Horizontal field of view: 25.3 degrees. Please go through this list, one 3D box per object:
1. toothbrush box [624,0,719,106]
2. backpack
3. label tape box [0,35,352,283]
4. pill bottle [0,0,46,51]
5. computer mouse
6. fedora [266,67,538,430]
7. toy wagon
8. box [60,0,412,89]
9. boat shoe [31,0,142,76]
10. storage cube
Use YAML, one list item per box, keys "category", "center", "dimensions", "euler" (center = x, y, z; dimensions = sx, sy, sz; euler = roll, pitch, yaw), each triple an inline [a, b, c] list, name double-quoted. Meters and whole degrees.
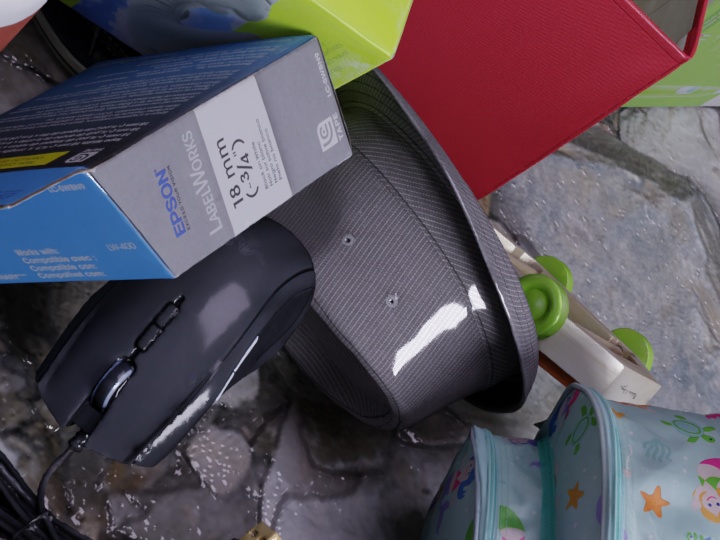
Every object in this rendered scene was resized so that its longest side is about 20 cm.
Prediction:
- category: "toothbrush box"
  center: [0.237, -0.181, 1.102]
  dimensions: [0.199, 0.145, 0.087]
  euler: [-4, 69, -42]
- category: "backpack"
  center: [0.103, 0.151, 0.752]
  dimensions: [0.150, 0.200, 0.179]
  euler: [16, 55, -11]
- category: "label tape box"
  center: [-0.120, -0.036, 0.691]
  dimensions: [0.200, 0.143, 0.064]
  euler: [-38, 119, -47]
- category: "pill bottle"
  center: [-0.186, -0.129, 0.649]
  dimensions: [0.112, 0.200, 0.113]
  euler: [21, 53, -31]
- category: "computer mouse"
  center: [-0.074, 0.057, 0.680]
  dimensions: [0.140, 0.046, 0.200]
  euler: [42, 64, 16]
- category: "fedora"
  center: [0.000, 0.000, 0.800]
  dimensions: [0.090, 0.177, 0.201]
  euler: [-31, 87, -17]
- category: "toy wagon"
  center: [0.083, 0.001, 0.895]
  dimensions: [0.200, 0.040, 0.155]
  euler: [45, 9, 29]
- category: "box"
  center: [-0.087, -0.148, 0.731]
  dimensions: [0.199, 0.122, 0.048]
  euler: [32, 62, -25]
- category: "boat shoe"
  center: [-0.135, -0.157, 0.814]
  dimensions: [0.201, 0.062, 0.075]
  euler: [55, 41, -4]
- category: "storage cube"
  center: [0.085, -0.186, 0.944]
  dimensions: [0.200, 0.179, 0.171]
  euler: [40, 46, -16]
